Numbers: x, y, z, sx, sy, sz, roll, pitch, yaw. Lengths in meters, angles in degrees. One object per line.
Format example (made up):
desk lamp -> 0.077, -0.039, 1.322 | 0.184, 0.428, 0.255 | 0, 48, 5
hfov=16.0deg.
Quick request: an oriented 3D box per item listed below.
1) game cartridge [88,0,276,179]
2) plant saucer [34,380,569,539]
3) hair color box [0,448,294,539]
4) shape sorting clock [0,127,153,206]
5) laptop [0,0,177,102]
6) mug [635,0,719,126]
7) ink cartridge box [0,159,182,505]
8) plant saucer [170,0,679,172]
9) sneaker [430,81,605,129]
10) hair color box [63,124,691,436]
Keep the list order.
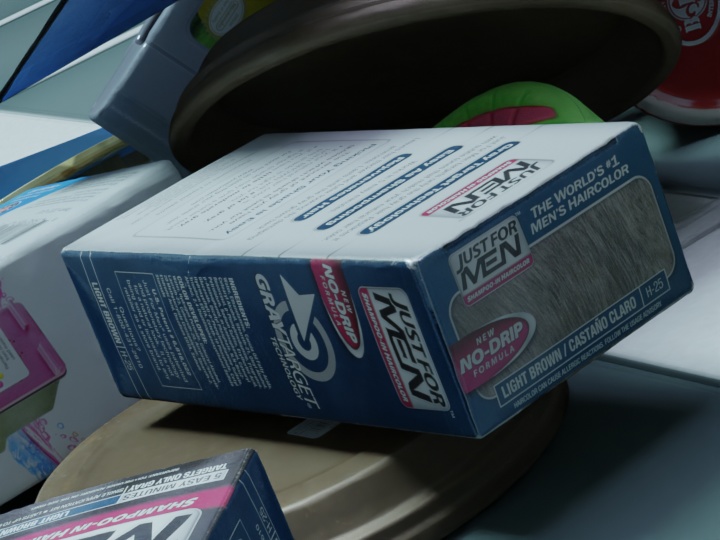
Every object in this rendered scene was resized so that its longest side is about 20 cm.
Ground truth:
game cartridge -> -0.009, -0.114, 1.096 | 0.201, 0.133, 0.040 | -57, 19, 3
plant saucer -> -0.027, 0.062, 0.862 | 0.199, 0.030, 0.200 | -19, 16, 6
hair color box -> -0.083, 0.125, 0.677 | 0.099, 0.061, 0.200 | -17, 18, 17
shape sorting clock -> -0.162, -0.011, 1.168 | 0.199, 0.039, 0.200 | -30, -5, -3
laptop -> -0.007, -0.103, 0.968 | 0.187, 0.199, 0.117 | -38, 30, 61
mug -> 0.124, -0.158, 1.125 | 0.134, 0.177, 0.200 | -47, 16, 16
ink cartridge box -> -0.163, 0.042, 0.972 | 0.199, 0.085, 0.144 | -30, 12, -28
plant saucer -> 0.023, -0.076, 0.985 | 0.199, 0.030, 0.200 | -11, -16, -3
sneaker -> 0.016, -0.011, 0.990 | 0.199, 0.077, 0.084 | -17, -15, 30
hair color box -> 0.000, 0.000, 0.836 | 0.100, 0.061, 0.199 | -32, 19, -32
